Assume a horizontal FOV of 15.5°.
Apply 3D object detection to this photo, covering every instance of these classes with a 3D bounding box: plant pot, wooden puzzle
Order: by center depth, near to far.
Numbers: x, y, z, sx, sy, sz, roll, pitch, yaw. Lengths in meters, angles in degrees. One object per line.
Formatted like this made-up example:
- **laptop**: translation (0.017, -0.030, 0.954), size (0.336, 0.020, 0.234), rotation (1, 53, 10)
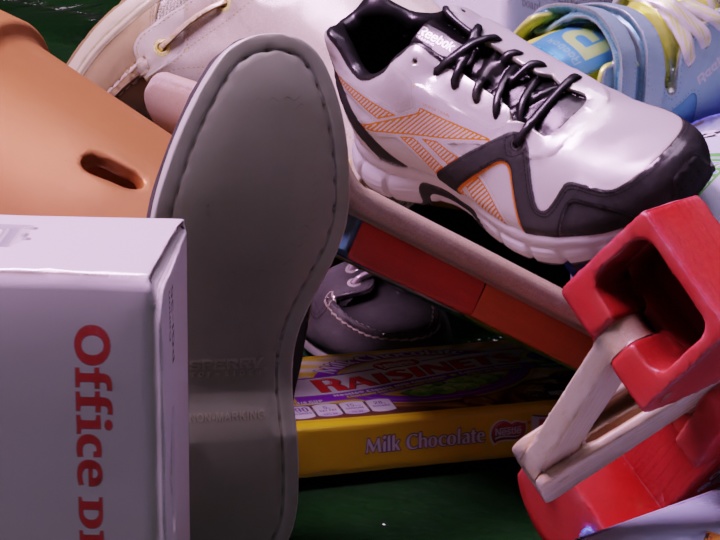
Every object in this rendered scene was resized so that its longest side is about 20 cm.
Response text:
- **plant pot**: translation (-0.140, 0.002, 1.055), size (0.140, 0.201, 0.200), rotation (20, 20, 12)
- **wooden puzzle**: translation (0.017, -0.008, 1.083), size (0.200, 0.037, 0.185), rotation (32, -4, -30)

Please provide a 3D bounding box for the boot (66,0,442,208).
- **boot**: translation (-0.043, -0.074, 1.220), size (0.155, 0.200, 0.072), rotation (52, 10, 24)

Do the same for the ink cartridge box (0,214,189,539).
- **ink cartridge box**: translation (-0.158, 0.058, 0.896), size (0.199, 0.147, 0.083), rotation (2, 16, 4)

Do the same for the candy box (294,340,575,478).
- **candy box**: translation (0.045, 0.055, 1.129), size (0.199, 0.027, 0.102), rotation (-4, 13, -17)

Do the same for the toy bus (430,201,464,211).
- **toy bus**: translation (0.082, -0.068, 1.467), size (0.200, 0.079, 0.065), rotation (10, 18, 34)

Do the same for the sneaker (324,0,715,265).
- **sneaker**: translation (0.055, -0.061, 1.060), size (0.200, 0.080, 0.074), rotation (16, 50, 46)

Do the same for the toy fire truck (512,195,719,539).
- **toy fire truck**: translation (0.099, 0.045, 0.904), size (0.141, 0.200, 0.049), rotation (-17, 64, -42)

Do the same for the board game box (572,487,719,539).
- **board game box**: translation (0.143, 0.126, 0.839), size (0.199, 0.041, 0.200), rotation (-13, 19, -39)

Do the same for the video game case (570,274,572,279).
- **video game case**: translation (0.191, 0.003, 1.276), size (0.182, 0.022, 0.200), rotation (9, 16, 1)

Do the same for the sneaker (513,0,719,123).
- **sneaker**: translation (0.137, -0.108, 1.147), size (0.080, 0.200, 0.130), rotation (40, 13, 35)

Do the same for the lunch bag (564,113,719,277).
- **lunch bag**: translation (0.198, -0.007, 1.077), size (0.170, 0.124, 0.200), rotation (-26, 40, -23)

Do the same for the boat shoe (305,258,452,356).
- **boat shoe**: translation (0.000, 0.000, 1.268), size (0.067, 0.057, 0.200), rotation (-3, 16, -9)

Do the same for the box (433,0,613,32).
- **box**: translation (0.039, -0.137, 1.341), size (0.198, 0.172, 0.200), rotation (-1, -6, 33)

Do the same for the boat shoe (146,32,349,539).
- **boat shoe**: translation (-0.050, 0.009, 0.968), size (0.071, 0.202, 0.061), rotation (4, 13, -17)
